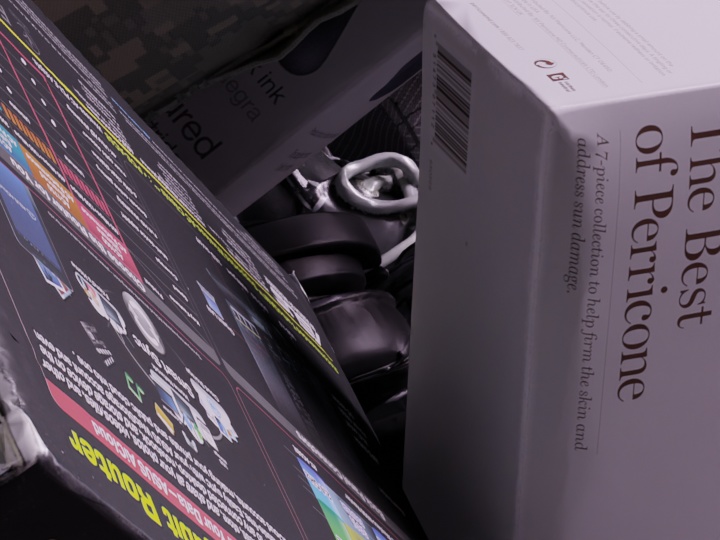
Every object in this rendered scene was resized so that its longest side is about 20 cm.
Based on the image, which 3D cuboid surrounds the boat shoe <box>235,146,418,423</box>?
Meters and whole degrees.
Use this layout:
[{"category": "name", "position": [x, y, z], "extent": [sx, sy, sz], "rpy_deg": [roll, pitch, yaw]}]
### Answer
[{"category": "boat shoe", "position": [0.000, 0.001, 0.780], "extent": [0.199, 0.068, 0.074], "rpy_deg": [62, 15, -1]}]

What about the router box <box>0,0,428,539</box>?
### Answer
[{"category": "router box", "position": [-0.047, 0.028, 0.440], "extent": [0.200, 0.062, 0.150], "rpy_deg": [48, 11, -52]}]

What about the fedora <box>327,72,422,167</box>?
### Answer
[{"category": "fedora", "position": [0.025, -0.020, 0.886], "extent": [0.177, 0.090, 0.200], "rpy_deg": [64, -20, 9]}]

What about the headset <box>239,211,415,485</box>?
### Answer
[{"category": "headset", "position": [0.006, 0.033, 0.651], "extent": [0.124, 0.094, 0.200], "rpy_deg": [56, 18, -12]}]

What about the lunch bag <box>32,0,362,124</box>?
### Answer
[{"category": "lunch bag", "position": [-0.064, -0.127, 0.593], "extent": [0.200, 0.164, 0.118], "rpy_deg": [56, 6, -10]}]

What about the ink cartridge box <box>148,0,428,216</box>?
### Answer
[{"category": "ink cartridge box", "position": [-0.015, -0.117, 0.688], "extent": [0.145, 0.200, 0.084], "rpy_deg": [52, 5, 1]}]

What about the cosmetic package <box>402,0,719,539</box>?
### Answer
[{"category": "cosmetic package", "position": [0.053, 0.046, 0.532], "extent": [0.051, 0.083, 0.200], "rpy_deg": [-133, -142, -52]}]
